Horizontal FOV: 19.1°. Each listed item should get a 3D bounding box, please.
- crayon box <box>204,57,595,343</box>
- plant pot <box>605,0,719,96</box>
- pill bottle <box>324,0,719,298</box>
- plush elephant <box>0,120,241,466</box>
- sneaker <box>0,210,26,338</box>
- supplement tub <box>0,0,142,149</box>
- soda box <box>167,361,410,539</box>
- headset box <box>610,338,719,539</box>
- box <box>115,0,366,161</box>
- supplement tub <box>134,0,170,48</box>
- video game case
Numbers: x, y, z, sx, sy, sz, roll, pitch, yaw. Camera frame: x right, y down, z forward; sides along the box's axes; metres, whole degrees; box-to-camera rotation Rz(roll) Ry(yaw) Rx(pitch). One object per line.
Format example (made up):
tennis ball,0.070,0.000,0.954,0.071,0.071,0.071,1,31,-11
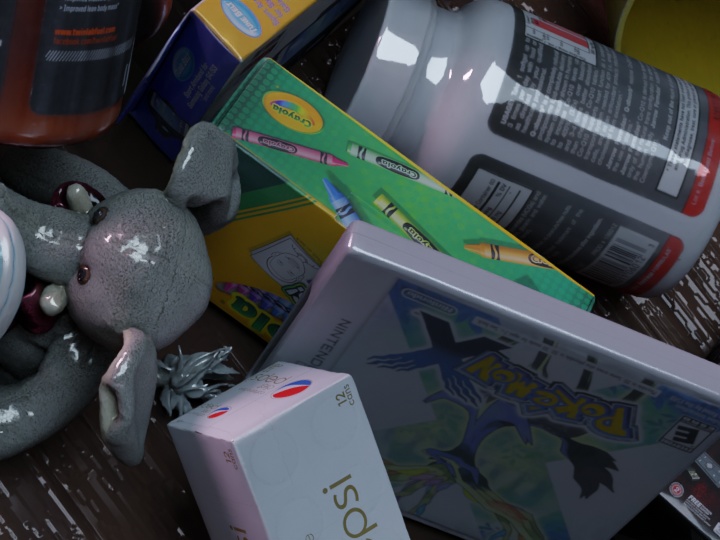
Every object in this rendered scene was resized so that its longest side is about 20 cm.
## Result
crayon box,0.000,0.000,1.045,0.200,0.119,0.058,36,54,-4
plant pot,0.219,-0.195,1.190,0.199,0.200,0.143,2,52,-21
pill bottle,0.086,-0.072,1.114,0.199,0.116,0.116,22,62,-12
plush elephant,-0.132,0.005,0.971,0.199,0.155,0.166,19,63,-13
sneaker,-0.244,0.020,0.880,0.130,0.199,0.080,12,59,-62
supplement tub,-0.137,-0.161,0.912,0.106,0.201,0.107,12,24,-5
soda box,-0.014,0.146,0.966,0.068,0.064,0.201,-28,107,-28
headset box,0.238,0.101,1.124,0.149,0.075,0.200,42,60,0
box,-0.040,-0.133,1.089,0.041,0.119,0.200,45,60,1
supplement tub,-0.136,-0.211,1.074,0.106,0.107,0.201,15,53,-15
video game case,0.051,0.067,1.003,0.199,0.182,0.022,21,51,-12
